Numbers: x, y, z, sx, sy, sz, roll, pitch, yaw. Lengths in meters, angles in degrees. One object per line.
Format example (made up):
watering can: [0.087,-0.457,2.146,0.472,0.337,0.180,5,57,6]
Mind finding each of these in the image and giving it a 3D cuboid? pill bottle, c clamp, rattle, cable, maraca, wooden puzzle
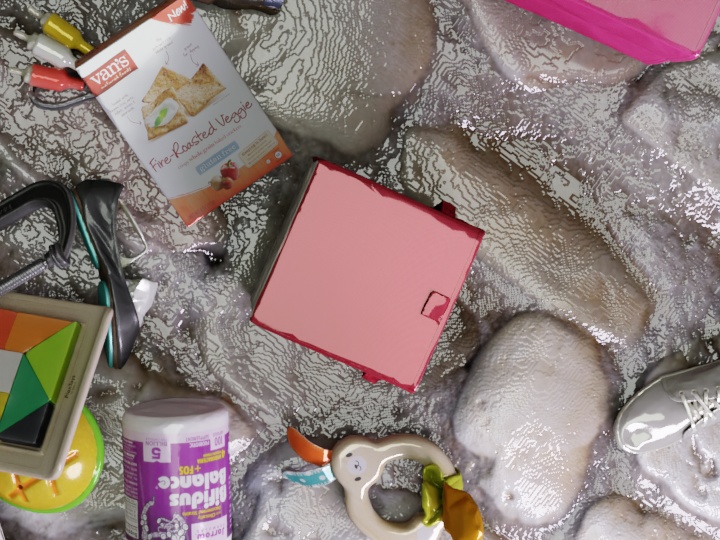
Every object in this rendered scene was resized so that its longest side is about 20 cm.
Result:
pill bottle: [-0.191,0.241,1.444,0.112,0.112,0.201,-2,96,-4]
c clamp: [-0.364,0.000,1.398,0.200,0.171,0.027,-34,141,4]
rattle: [0.015,0.234,1.451,0.200,0.143,0.130,28,112,-13]
cable: [-0.263,-0.195,1.422,0.200,0.050,0.097,19,92,-6]
maraca: [-0.357,0.169,1.429,0.200,0.107,0.137,28,94,8]
wooden puzzle: [-0.362,0.106,1.383,0.200,0.037,0.185,6,66,18]

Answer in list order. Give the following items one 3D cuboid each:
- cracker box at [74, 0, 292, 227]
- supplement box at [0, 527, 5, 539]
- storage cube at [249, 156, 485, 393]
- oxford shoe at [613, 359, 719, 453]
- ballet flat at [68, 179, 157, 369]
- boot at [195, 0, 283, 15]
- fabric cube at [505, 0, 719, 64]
cracker box: [-0.180,-0.165,1.409,0.134,0.058,0.200,-35,109,-1]
supplement box: [-0.467,0.271,1.405,0.200,0.074,0.126,-14,97,24]
storage cube: [0.000,0.000,1.404,0.179,0.171,0.200,24,94,-6]
oxford shoe: [0.370,0.142,1.507,0.200,0.058,0.075,-23,100,0]
ballet flat: [-0.250,0.001,1.439,0.068,0.068,0.200,-13,97,-15]
boot: [-0.110,-0.361,1.422,0.097,0.075,0.200,15,90,-28]
fabric cube: [0.261,-0.336,1.376,0.199,0.200,0.197,24,95,-6]
